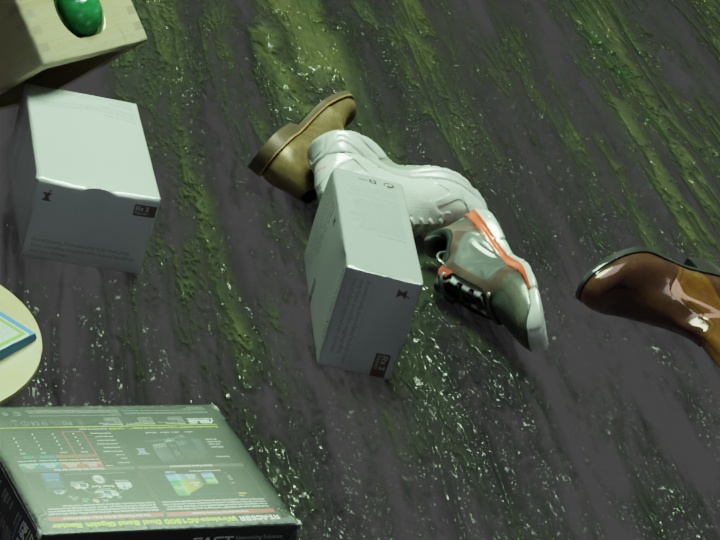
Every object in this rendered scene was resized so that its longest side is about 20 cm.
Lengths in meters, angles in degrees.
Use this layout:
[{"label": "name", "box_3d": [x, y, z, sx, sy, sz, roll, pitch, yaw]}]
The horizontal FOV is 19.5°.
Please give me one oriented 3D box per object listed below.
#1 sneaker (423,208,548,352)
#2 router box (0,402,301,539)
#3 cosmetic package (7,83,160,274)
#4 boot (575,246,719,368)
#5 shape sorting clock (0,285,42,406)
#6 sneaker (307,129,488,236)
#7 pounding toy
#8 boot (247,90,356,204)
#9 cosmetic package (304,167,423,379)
[{"label": "sneaker", "box_3d": [0.113, 0.020, 1.943, 0.082, 0.077, 0.200, -17, 34, -9]}, {"label": "router box", "box_3d": [-0.163, 0.159, 1.457, 0.200, 0.062, 0.150, 2, 29, -32]}, {"label": "cosmetic package", "box_3d": [-0.249, -0.084, 1.868, 0.113, 0.081, 0.200, 10, 28, -16]}, {"label": "boot", "box_3d": [0.320, 0.067, 1.997, 0.188, 0.069, 0.200, 9, 33, -37]}, {"label": "shape sorting clock", "box_3d": [-0.340, 0.051, 1.581, 0.200, 0.039, 0.200, 13, 30, -8]}, {"label": "sneaker", "box_3d": [0.035, -0.056, 2.032, 0.200, 0.078, 0.100, 19, 52, -21]}, {"label": "pounding toy", "box_3d": [-0.304, -0.250, 1.976, 0.184, 0.200, 0.142, -25, 91, -55]}, {"label": "boot", "box_3d": [-0.041, -0.121, 2.117, 0.075, 0.074, 0.200, 40, 32, 2]}, {"label": "cosmetic package", "box_3d": [0.000, 0.000, 1.844, 0.074, 0.102, 0.200, 13, 24, -10]}]
